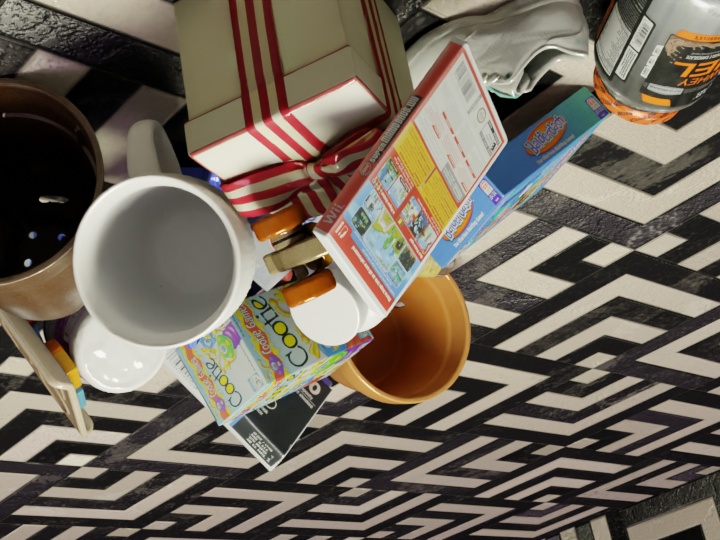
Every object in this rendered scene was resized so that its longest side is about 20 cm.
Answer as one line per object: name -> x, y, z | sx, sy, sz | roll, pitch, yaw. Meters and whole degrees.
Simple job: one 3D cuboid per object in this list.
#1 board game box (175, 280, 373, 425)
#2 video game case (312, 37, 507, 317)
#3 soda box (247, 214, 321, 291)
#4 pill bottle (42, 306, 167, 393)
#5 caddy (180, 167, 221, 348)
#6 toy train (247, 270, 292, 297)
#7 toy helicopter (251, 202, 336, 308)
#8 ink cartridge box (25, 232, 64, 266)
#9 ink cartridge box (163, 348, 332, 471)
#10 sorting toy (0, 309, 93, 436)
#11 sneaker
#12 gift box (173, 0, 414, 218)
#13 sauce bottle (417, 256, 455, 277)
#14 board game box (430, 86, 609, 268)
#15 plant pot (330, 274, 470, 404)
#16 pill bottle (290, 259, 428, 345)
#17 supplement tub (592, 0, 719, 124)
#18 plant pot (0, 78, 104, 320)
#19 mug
board game box -> -0.097, 0.086, 1.351 | 0.103, 0.105, 0.199 | -40, 168, 37
video game case -> 0.048, -0.074, 0.965 | 0.017, 0.201, 0.143 | 27, 165, 32
soda box -> -0.055, -0.070, 1.249 | 0.063, 0.069, 0.200 | 41, 119, -16
pill bottle -> -0.309, 0.069, 1.356 | 0.111, 0.114, 0.199 | 5, -174, -30
caddy -> -0.187, -0.018, 1.228 | 0.104, 0.202, 0.142 | 6, 156, 1
toy train -> -0.125, -0.041, 1.348 | 0.115, 0.085, 0.200 | 30, 128, -30
toy helicopter -> -0.027, -0.032, 1.043 | 0.131, 0.080, 0.200 | -26, -176, -7
ink cartridge box -> -0.419, -0.018, 1.304 | 0.198, 0.042, 0.119 | -1, 153, -24
ink cartridge box -> -0.129, 0.113, 1.420 | 0.043, 0.198, 0.200 | -42, -175, 34
sorting toy -> -0.366, 0.087, 1.311 | 0.036, 0.185, 0.200 | -35, 164, -17
sneaker -> 0.124, -0.196, 1.107 | 0.198, 0.089, 0.075 | -22, 154, 22
gift box -> -0.036, -0.153, 1.017 | 0.183, 0.189, 0.200 | -24, 151, 24
sauce bottle -> 0.022, -0.027, 1.438 | 0.198, 0.065, 0.065 | 4, 150, -25
board game box -> 0.166, -0.101, 1.250 | 0.199, 0.045, 0.152 | -36, 170, -36
plant pot -> 0.028, 0.083, 1.534 | 0.198, 0.203, 0.140 | 3, 167, -27
pill bottle -> 0.000, 0.000, 1.286 | 0.108, 0.109, 0.200 | -30, -169, 34
supplement tub -> 0.290, -0.231, 1.066 | 0.121, 0.124, 0.200 | -6, 154, -11
plant pot -> -0.327, -0.050, 1.119 | 0.198, 0.202, 0.199 | -10, 162, -3
mug -> -0.172, -0.038, 1.052 | 0.146, 0.202, 0.175 | -14, -177, 5
